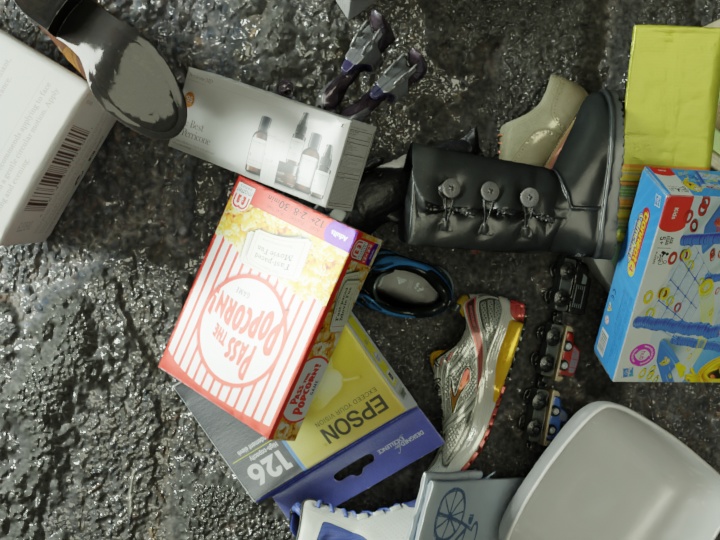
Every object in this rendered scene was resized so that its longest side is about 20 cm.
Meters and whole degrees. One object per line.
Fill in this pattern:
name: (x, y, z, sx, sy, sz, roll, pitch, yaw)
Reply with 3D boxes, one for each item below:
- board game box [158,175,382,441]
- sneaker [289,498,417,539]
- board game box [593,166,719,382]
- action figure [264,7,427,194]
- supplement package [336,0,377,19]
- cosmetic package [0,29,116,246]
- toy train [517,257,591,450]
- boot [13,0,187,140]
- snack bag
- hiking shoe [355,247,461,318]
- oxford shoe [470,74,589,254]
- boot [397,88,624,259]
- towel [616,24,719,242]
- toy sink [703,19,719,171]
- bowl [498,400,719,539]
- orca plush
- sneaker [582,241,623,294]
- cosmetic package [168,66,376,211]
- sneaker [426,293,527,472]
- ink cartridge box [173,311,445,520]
board game box: (-0.086, 0.033, 0.930, 0.151, 0.046, 0.201, 25, 94, 32)
sneaker: (-0.007, 0.260, 0.990, 0.199, 0.081, 0.115, -32, 70, -26)
board game box: (0.338, 0.009, 0.938, 0.194, 0.056, 0.201, 1, 120, -10)
action figure: (-0.028, -0.154, 0.990, 0.130, 0.069, 0.200, 41, 87, 5)
supplement package: (-0.016, -0.364, 0.956, 0.121, 0.120, 0.201, -34, 94, 1)
cosmetic package: (-0.357, -0.142, 0.931, 0.199, 0.165, 0.165, 32, 91, -4)
toy train: (0.202, 0.087, 1.036, 0.046, 0.034, 0.201, 11, 92, -15)
boot: (-0.215, -0.185, 0.918, 0.188, 0.200, 0.069, 37, 93, 0)
snack bag: (0.097, 0.285, 0.986, 0.021, 0.199, 0.190, 15, 92, 39)
hiking shoe: (0.000, 0.000, 0.993, 0.199, 0.087, 0.075, 10, 93, -3)
oxford shoe: (0.160, -0.106, 1.012, 0.074, 0.071, 0.200, 38, 84, 10)
boot: (0.138, -0.096, 0.936, 0.199, 0.066, 0.166, 4, 81, -2)
towel: (0.284, -0.124, 0.934, 0.085, 0.018, 0.201, 3, 104, 3)
toy sink: (0.388, -0.134, 0.991, 0.200, 0.112, 0.131, 37, 92, -4)
bowl: (0.245, 0.241, 1.013, 0.200, 0.075, 0.200, 35, 90, -16)
orca plush: (0.048, -0.063, 0.983, 0.199, 0.105, 0.071, -20, 62, -28)
sneaker: (0.291, -0.022, 1.010, 0.118, 0.074, 0.201, -38, 104, 6)
cosmetic package: (-0.087, -0.126, 0.947, 0.199, 0.051, 0.083, 22, 99, 30)
sneaker: (0.103, 0.118, 1.019, 0.082, 0.078, 0.201, 18, 87, 8)
ink cartridge box: (-0.053, 0.142, 0.991, 0.197, 0.047, 0.200, -34, 92, 20)
